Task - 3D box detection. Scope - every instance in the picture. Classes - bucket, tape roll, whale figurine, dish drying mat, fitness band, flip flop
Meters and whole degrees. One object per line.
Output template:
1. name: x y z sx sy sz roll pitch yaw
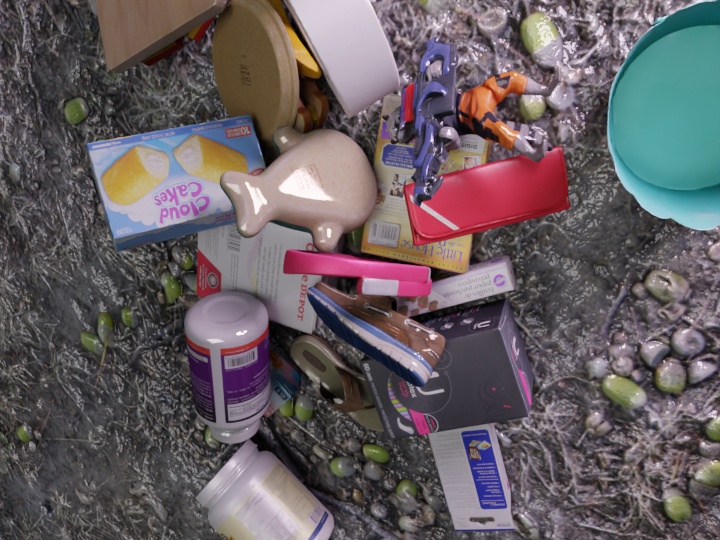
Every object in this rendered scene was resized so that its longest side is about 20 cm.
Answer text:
1. bucket: 0.342 -0.156 0.563 0.203 0.135 0.212 7 110 19
2. tape roll: -0.032 -0.277 0.630 0.070 0.203 0.205 -29 95 5
3. whale figurine: -0.075 -0.091 0.685 0.103 0.198 0.162 -29 84 55
4. dish drying mat: 0.152 -0.087 0.679 0.196 0.018 0.078 -14 101 -1
5. fitness band: 0.000 0.000 0.694 0.142 0.197 0.038 15 96 48
6. flip flop: -0.031 0.175 0.858 0.199 0.058 0.082 40 116 5

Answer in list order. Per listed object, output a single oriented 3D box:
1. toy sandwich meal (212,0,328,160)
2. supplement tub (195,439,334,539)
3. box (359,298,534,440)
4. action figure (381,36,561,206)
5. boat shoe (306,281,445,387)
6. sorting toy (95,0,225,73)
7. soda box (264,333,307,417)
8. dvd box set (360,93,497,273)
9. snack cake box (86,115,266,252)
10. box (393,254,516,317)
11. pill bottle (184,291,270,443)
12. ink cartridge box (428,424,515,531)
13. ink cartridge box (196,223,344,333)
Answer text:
1. toy sandwich meal: -0.117 -0.253 0.736 0.204 0.070 0.209 28 130 40
2. supplement tub: -0.156 0.393 0.928 0.200 0.145 0.145 44 117 3
3. box: 0.116 0.133 0.760 0.197 0.106 0.124 -18 100 25
4. action figure: 0.114 -0.150 0.636 0.190 0.105 0.204 8 74 23
5. boat shoe: 0.018 0.065 0.718 0.198 0.073 0.073 33 158 24
6. sorting toy: -0.254 -0.384 0.740 0.195 0.069 0.204 -15 84 27
7. soda box: -0.178 0.126 0.897 0.068 0.064 0.201 -40 91 27
8. dvd box set: 0.084 -0.110 0.719 0.143 0.029 0.205 11 100 17
9. snack cake box: -0.216 -0.108 0.700 0.067 0.197 0.117 -30 78 66
10. box: 0.108 0.028 0.767 0.197 0.041 0.039 -17 100 26
11. pill bottle: -0.182 0.139 0.796 0.110 0.113 0.204 14 121 16
12. ink cartridge box: 0.160 0.284 0.831 0.093 0.037 0.204 -11 100 23
13. ink cartridge box: -0.132 -0.015 0.821 0.196 0.086 0.151 16 112 14
